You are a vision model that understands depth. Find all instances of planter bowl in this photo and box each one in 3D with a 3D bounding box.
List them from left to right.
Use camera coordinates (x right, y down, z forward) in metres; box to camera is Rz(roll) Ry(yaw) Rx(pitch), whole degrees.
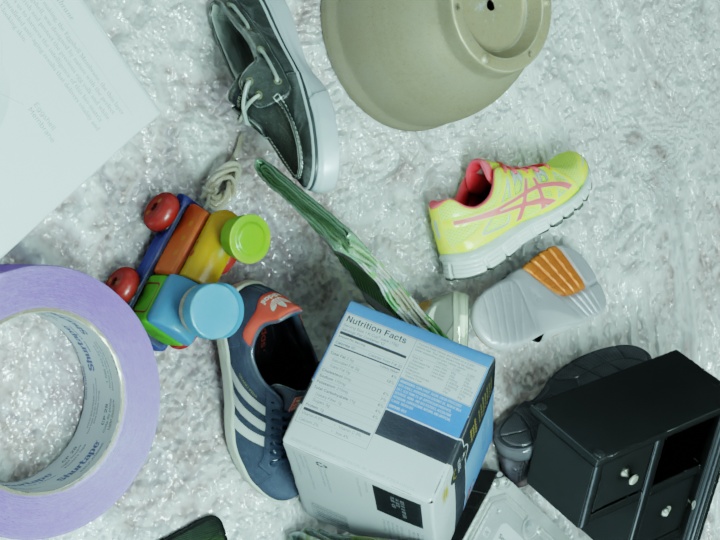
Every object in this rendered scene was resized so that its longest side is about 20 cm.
[{"bbox_3d":[0.083,-0.227,1.333,0.199,0.134,0.202,-1,92,-37],"label":"planter bowl"}]

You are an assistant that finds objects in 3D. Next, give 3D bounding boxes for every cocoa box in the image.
[{"bbox_3d":[0.029,0.138,1.236,0.200,0.132,0.132,81,32,-65],"label":"cocoa box"}]

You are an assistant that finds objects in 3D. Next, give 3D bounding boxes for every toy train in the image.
[{"bbox_3d":[-0.112,-0.031,1.197,0.085,0.115,0.201,38,69,-32],"label":"toy train"}]

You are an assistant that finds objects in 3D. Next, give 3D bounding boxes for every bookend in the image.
[{"bbox_3d":[0.246,0.204,1.443,0.199,0.092,0.200,-15,128,-34],"label":"bookend"}]

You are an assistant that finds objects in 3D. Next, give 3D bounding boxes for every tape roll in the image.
[{"bbox_3d":[-0.251,0.096,1.124,0.199,0.065,0.202,0,90,-38],"label":"tape roll"}]

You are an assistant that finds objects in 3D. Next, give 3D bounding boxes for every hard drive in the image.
[{"bbox_3d":[0.116,0.308,1.426,0.140,0.038,0.201,46,64,-29],"label":"hard drive"}]

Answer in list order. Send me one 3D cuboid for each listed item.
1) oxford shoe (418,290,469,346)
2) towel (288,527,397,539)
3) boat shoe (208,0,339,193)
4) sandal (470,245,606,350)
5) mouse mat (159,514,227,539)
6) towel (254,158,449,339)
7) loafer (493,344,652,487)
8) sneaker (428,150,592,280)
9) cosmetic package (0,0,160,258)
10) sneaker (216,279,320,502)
[{"bbox_3d":[0.068,0.117,1.378,0.057,0.075,0.202,2,99,4],"label":"oxford shoe"},{"bbox_3d":[0.027,0.312,1.274,0.048,0.170,0.201,-36,111,-38],"label":"towel"},{"bbox_3d":[-0.075,-0.142,1.219,0.070,0.072,0.201,-7,55,-25],"label":"boat shoe"},{"bbox_3d":[0.156,0.033,1.438,0.206,0.059,0.080,-18,78,-46],"label":"sandal"},{"bbox_3d":[-0.173,0.309,1.223,0.199,0.008,0.162,-25,105,-36],"label":"mouse mat"},{"bbox_3d":[0.000,0.000,1.245,0.023,0.152,0.200,-45,133,-3],"label":"towel"},{"bbox_3d":[0.209,0.142,1.486,0.199,0.072,0.063,-30,131,-28],"label":"loafer"},{"bbox_3d":[0.141,-0.073,1.417,0.200,0.078,0.091,-35,104,-34],"label":"sneaker"},{"bbox_3d":[-0.287,-0.126,1.057,0.200,0.123,0.200,-46,116,-26],"label":"cosmetic package"},{"bbox_3d":[-0.065,0.109,1.243,0.075,0.084,0.201,-30,119,-35],"label":"sneaker"}]
